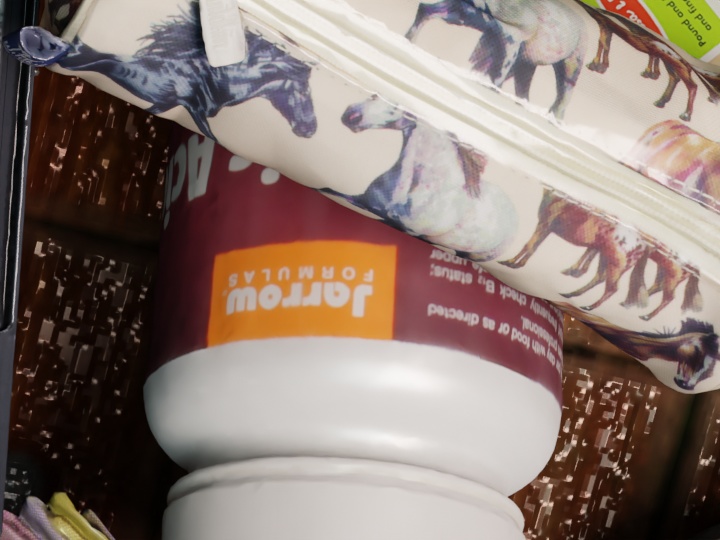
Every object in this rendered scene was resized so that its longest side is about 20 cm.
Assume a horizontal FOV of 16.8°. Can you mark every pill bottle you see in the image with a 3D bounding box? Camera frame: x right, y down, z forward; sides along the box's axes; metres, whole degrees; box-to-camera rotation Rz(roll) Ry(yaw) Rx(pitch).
[{"bbox_3d":[0.000,0.000,0.669,0.113,0.114,0.202,9,68,-13],"label":"pill bottle"}]

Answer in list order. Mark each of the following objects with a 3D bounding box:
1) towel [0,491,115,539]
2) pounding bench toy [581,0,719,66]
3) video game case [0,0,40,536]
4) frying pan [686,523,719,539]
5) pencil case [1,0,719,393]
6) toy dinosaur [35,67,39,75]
[{"bbox_3d":[-0.065,0.149,0.678,0.144,0.200,0.023,45,56,8],"label":"towel"},{"bbox_3d":[0.127,-0.118,0.667,0.124,0.156,0.200,-39,93,32],"label":"pounding bench toy"},{"bbox_3d":[-0.142,-0.040,0.636,0.019,0.142,0.202,-3,99,-55],"label":"video game case"},{"bbox_3d":[0.167,0.126,0.773,0.189,0.031,0.115,22,130,-19],"label":"frying pan"},{"bbox_3d":[0.019,-0.042,0.576,0.199,0.090,0.078,26,107,-15],"label":"pencil case"},{"bbox_3d":[-0.084,-0.104,0.661,0.199,0.086,0.137,16,103,30],"label":"toy dinosaur"}]
